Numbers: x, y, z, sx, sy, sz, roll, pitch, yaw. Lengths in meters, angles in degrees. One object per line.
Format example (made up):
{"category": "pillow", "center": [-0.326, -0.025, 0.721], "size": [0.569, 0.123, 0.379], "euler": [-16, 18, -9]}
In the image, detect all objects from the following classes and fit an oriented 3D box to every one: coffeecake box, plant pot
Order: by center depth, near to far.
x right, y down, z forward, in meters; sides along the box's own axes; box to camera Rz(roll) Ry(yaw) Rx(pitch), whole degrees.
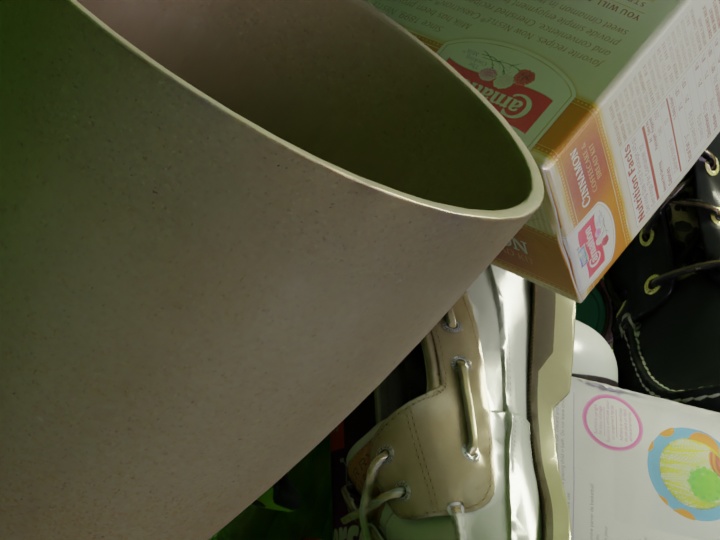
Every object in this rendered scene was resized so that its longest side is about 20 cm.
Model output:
{"category": "plant pot", "center": [-0.077, 0.008, 0.819], "size": [0.187, 0.187, 0.200], "euler": [3, 125, -56]}
{"category": "coffeecake box", "center": [0.066, -0.105, 0.945], "size": [0.200, 0.153, 0.073], "euler": [-49, 144, -23]}

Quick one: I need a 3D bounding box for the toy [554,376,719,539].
{"category": "toy", "center": [0.121, 0.109, 0.979], "size": [0.047, 0.200, 0.115], "euler": [118, -19, -54]}

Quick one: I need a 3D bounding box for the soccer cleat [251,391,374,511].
{"category": "soccer cleat", "center": [0.000, 0.000, 0.987], "size": [0.200, 0.081, 0.068], "euler": [-56, 147, -15]}

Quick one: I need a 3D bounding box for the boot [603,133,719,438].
{"category": "boot", "center": [0.122, -0.034, 1.072], "size": [0.204, 0.073, 0.154], "euler": [-78, 157, -63]}

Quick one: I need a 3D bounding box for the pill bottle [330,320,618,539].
{"category": "pill bottle", "center": [0.044, 0.089, 1.039], "size": [0.112, 0.112, 0.200], "euler": [13, 72, -57]}

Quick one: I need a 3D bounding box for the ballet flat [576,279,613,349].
{"category": "ballet flat", "center": [0.046, 0.087, 1.132], "size": [0.200, 0.069, 0.071], "euler": [-63, 179, -9]}

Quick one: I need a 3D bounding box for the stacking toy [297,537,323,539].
{"category": "stacking toy", "center": [-0.054, 0.166, 1.024], "size": [0.200, 0.110, 0.116], "euler": [-49, 156, -50]}

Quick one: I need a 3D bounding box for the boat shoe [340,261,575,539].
{"category": "boat shoe", "center": [0.027, 0.073, 0.896], "size": [0.075, 0.068, 0.200], "euler": [120, -20, -47]}
